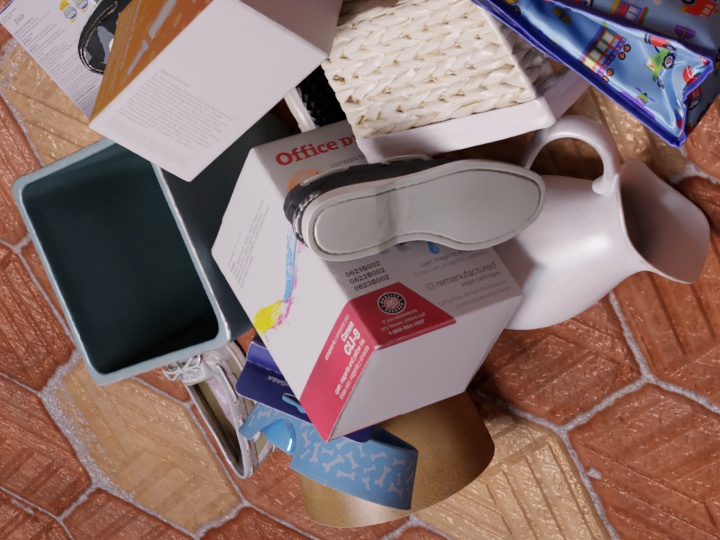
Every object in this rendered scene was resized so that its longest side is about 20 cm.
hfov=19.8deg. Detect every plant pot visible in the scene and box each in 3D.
[{"bbox_3d":[0.003,0.103,1.888,0.186,0.186,0.200,-4,114,45],"label":"plant pot"},{"bbox_3d":[-0.144,-0.039,1.803,0.196,0.200,0.197,-19,95,44],"label":"plant pot"}]

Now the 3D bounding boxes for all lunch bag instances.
[{"bbox_3d":[0.174,-0.202,1.395,0.200,0.151,0.094,31,144,13],"label":"lunch bag"}]

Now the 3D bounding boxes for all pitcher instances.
[{"bbox_3d":[0.148,-0.040,1.627,0.200,0.121,0.172,-16,122,41],"label":"pitcher"}]

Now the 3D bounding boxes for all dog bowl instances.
[{"bbox_3d":[-0.023,0.145,1.739,0.111,0.050,0.200,20,-177,-31],"label":"dog bowl"}]

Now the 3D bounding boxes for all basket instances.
[{"bbox_3d":[0.075,-0.174,1.534,0.200,0.136,0.124,-12,118,48],"label":"basket"}]

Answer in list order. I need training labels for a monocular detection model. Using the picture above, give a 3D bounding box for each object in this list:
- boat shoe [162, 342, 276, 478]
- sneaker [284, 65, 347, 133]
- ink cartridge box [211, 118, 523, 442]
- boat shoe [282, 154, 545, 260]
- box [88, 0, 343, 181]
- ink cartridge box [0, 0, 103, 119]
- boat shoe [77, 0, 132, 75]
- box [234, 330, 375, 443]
[{"bbox_3d":[-0.152,0.122,2.129,0.074,0.065,0.202,-3,127,44],"label":"boat shoe"},{"bbox_3d":[-0.031,-0.104,1.762,0.093,0.070,0.200,-13,123,42],"label":"sneaker"},{"bbox_3d":[0.000,0.000,1.621,0.200,0.145,0.145,57,147,23],"label":"ink cartridge box"},{"bbox_3d":[0.041,-0.054,1.533,0.060,0.199,0.076,-136,48,-56],"label":"boat shoe"},{"bbox_3d":[-0.107,-0.179,1.563,0.097,0.125,0.200,29,139,-23],"label":"box"},{"bbox_3d":[-0.229,-0.218,1.817,0.200,0.076,0.136,47,144,-12],"label":"ink cartridge box"},{"bbox_3d":[-0.166,-0.206,1.693,0.199,0.066,0.075,-20,113,30],"label":"boat shoe"},{"bbox_3d":[-0.016,0.041,1.703,0.121,0.200,0.032,22,141,1],"label":"box"}]
